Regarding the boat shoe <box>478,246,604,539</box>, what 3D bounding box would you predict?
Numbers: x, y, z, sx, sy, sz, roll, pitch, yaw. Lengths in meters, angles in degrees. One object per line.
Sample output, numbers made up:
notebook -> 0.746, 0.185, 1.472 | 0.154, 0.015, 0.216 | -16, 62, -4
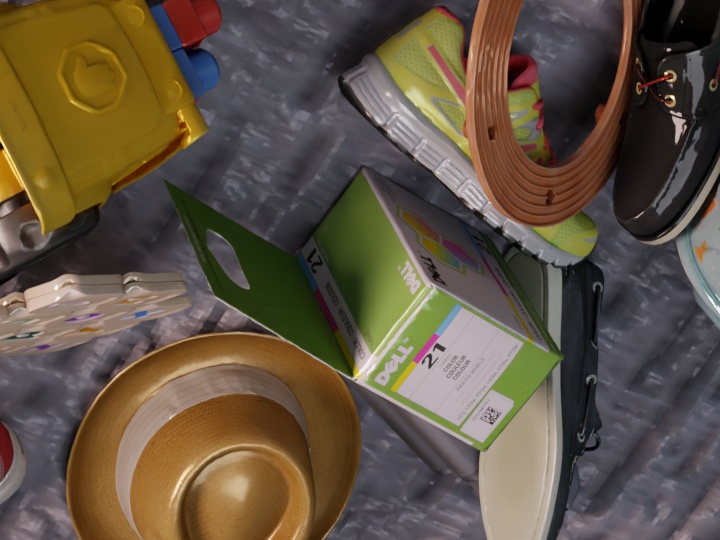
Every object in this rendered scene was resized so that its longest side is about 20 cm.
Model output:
boat shoe -> 0.118, 0.084, 1.526 | 0.066, 0.074, 0.200 | 4, 84, -36

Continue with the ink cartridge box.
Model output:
ink cartridge box -> 0.000, 0.000, 1.420 | 0.200, 0.148, 0.076 | 30, 107, -29

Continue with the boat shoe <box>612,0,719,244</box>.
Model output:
boat shoe -> 0.181, -0.116, 1.425 | 0.063, 0.074, 0.202 | 18, 92, -40

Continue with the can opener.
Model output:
can opener -> 0.067, 0.096, 1.566 | 0.200, 0.053, 0.067 | 48, 66, -32

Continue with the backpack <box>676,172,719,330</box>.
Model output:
backpack -> 0.280, -0.010, 1.453 | 0.200, 0.178, 0.151 | -30, 165, -49

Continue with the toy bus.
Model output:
toy bus -> -0.166, -0.082, 1.329 | 0.192, 0.200, 0.136 | -29, 91, -33

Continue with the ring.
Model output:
ring -> 0.111, -0.123, 1.394 | 0.200, 0.019, 0.201 | -28, 125, -49

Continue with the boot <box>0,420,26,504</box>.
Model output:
boot -> -0.300, 0.135, 1.422 | 0.200, 0.072, 0.144 | -39, 153, 0

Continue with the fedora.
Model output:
fedora -> -0.082, 0.136, 1.514 | 0.200, 0.082, 0.201 | -7, 122, -12

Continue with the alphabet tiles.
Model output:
alphabet tiles -> -0.195, 0.031, 1.371 | 0.200, 0.015, 0.196 | -18, 171, 36

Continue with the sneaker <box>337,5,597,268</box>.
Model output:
sneaker -> 0.083, -0.077, 1.445 | 0.090, 0.078, 0.200 | -49, 125, 3
